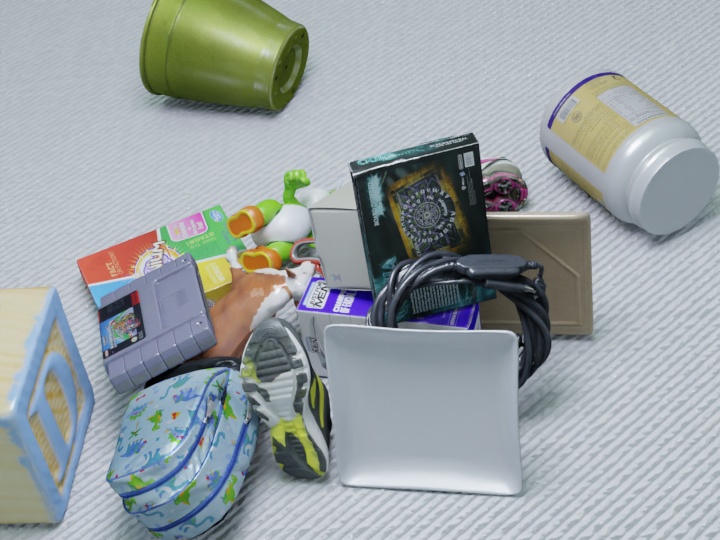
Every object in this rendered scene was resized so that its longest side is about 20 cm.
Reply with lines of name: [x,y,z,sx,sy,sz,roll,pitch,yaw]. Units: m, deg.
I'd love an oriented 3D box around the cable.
cable: [0.102,0.060,1.487,0.200,0.163,0.051,-3,21,-10]

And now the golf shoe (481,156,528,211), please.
golf shoe: [0.110,-0.106,1.807,0.200,0.073,0.092,-4,35,-8]

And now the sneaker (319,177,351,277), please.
sneaker: [-0.005,-0.026,1.683,0.073,0.071,0.200,7,69,-24]

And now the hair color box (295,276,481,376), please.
hair color box: [0.036,0.073,1.593,0.200,0.109,0.065,5,44,15]

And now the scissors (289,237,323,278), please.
scissors: [0.000,0.000,1.636,0.200,0.014,0.073,3,82,31]

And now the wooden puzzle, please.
wooden puzzle: [0.167,0.000,1.578,0.185,0.200,0.037,1,46,12]

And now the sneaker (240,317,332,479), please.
sneaker: [-0.076,0.127,1.499,0.074,0.200,0.085,-3,32,12]

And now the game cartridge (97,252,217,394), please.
game cartridge: [-0.238,0.056,1.610,0.130,0.038,0.200,-24,29,-2]

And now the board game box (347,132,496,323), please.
board game box: [0.068,-0.040,1.479,0.135,0.200,0.028,-14,35,-5]

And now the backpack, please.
backpack: [-0.188,0.190,1.495,0.163,0.154,0.200,-16,52,26]

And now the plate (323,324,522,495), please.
plate: [0.068,0.140,1.457,0.199,0.200,0.032,1,27,12]

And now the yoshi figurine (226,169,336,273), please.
yoshi figurine: [-0.061,-0.064,1.748,0.112,0.112,0.200,37,39,25]

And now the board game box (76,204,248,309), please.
board game box: [-0.240,0.008,1.769,0.200,0.040,0.153,-22,44,-13]

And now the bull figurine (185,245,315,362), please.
bull figurine: [-0.142,0.046,1.647,0.200,0.065,0.121,-46,41,1]

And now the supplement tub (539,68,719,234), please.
supplement tub: [0.334,-0.148,1.747,0.145,0.145,0.200,-26,45,-17]

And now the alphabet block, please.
alphabet block: [-0.426,0.151,1.541,0.200,0.195,0.196,-2,41,7]

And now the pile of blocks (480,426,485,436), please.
pile of blocks: [0.065,0.156,1.540,0.200,0.062,0.082,12,34,12]

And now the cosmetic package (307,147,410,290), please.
cosmetic package: [0.039,-0.062,1.607,0.087,0.103,0.200,3,27,37]

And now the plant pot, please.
plant pot: [-0.185,-0.318,2.021,0.193,0.200,0.200,21,50,14]
